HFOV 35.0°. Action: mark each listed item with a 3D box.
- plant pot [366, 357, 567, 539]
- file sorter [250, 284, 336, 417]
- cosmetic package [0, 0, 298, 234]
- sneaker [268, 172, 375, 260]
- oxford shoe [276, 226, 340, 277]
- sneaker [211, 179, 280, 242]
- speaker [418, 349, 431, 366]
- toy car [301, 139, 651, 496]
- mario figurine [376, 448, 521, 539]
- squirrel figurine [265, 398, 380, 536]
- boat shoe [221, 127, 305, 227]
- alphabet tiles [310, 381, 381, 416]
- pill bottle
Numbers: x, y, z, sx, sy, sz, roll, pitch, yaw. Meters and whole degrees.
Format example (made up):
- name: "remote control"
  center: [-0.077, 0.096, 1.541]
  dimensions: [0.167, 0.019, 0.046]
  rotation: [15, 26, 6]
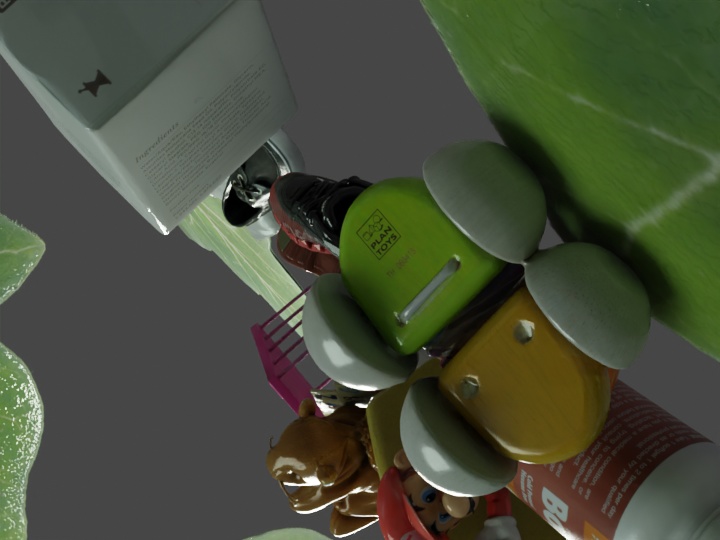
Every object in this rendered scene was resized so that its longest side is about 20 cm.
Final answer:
- name: "plant pot"
  center: [0.105, 0.177, 1.028]
  dimensions: [0.201, 0.195, 0.194]
  rotation: [53, 172, 15]
- name: "file sorter"
  center: [-0.044, 0.119, 1.494]
  dimensions: [0.139, 0.125, 0.200]
  rotation: [51, -179, -20]
- name: "cosmetic package"
  center: [-0.174, -0.169, 0.908]
  dimensions: [0.165, 0.165, 0.200]
  rotation: [43, 170, 18]
- name: "sneaker"
  center: [-0.020, -0.049, 0.997]
  dimensions: [0.200, 0.071, 0.098]
  rotation: [36, 165, 41]
- name: "oxford shoe"
  center: [0.000, 0.000, 1.170]
  dimensions: [0.074, 0.071, 0.200]
  rotation: [20, -166, -49]
- name: "sneaker"
  center: [-0.146, -0.085, 1.373]
  dimensions: [0.116, 0.074, 0.200]
  rotation: [54, 167, -20]
- name: "speaker"
  center: [0.067, 0.108, 1.208]
  dimensions: [0.200, 0.081, 0.081]
  rotation: [45, 170, 12]
- name: "toy car"
  center: [0.077, 0.022, 0.707]
  dimensions: [0.200, 0.175, 0.150]
  rotation: [45, -154, 7]
- name: "mario figurine"
  center: [0.098, 0.147, 0.883]
  dimensions: [0.123, 0.200, 0.106]
  rotation: [41, 169, 25]
- name: "squirrel figurine"
  center: [-0.006, 0.192, 1.249]
  dimensions: [0.187, 0.198, 0.143]
  rotation: [43, -148, -61]
- name: "boat shoe"
  center: [-0.104, -0.091, 1.176]
  dimensions: [0.069, 0.057, 0.200]
  rotation: [45, 161, 2]
- name: "alphabet tiles"
  center: [0.046, 0.159, 1.331]
  dimensions: [0.198, 0.006, 0.167]
  rotation: [2, 157, 10]
- name: "pill bottle"
  center: [0.185, 0.147, 0.774]
  dimensions: [0.200, 0.112, 0.112]
  rotation: [36, 165, 47]
